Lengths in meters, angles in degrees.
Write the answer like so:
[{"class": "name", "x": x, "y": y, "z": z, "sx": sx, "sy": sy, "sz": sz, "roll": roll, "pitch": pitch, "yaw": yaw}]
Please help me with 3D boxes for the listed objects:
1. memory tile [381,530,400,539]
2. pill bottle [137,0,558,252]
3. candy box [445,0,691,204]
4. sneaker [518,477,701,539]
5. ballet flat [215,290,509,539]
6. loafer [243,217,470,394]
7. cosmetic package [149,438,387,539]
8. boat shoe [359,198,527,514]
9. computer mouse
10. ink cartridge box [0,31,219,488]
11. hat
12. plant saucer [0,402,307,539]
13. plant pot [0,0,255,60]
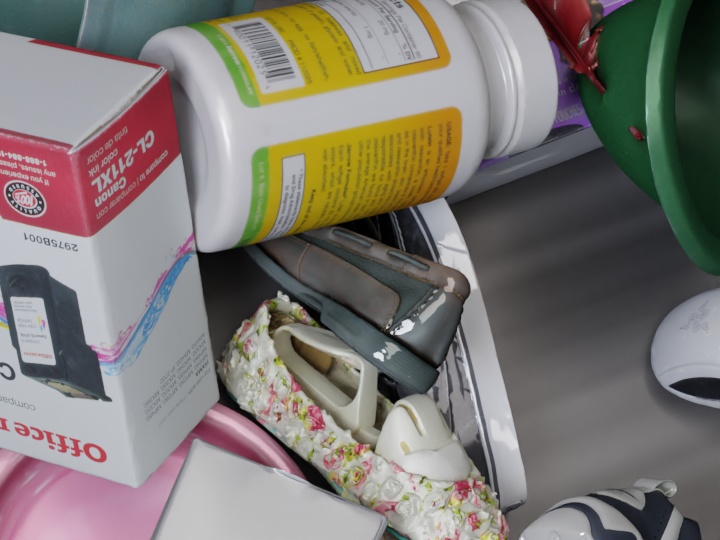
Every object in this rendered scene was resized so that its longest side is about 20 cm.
[{"class": "memory tile", "x": -0.024, "y": 0.210, "z": 1.165, "sx": 0.152, "sy": 0.017, "sz": 0.201, "roll": 20, "pitch": 73, "yaw": -4}, {"class": "pill bottle", "x": -0.004, "y": -0.082, "z": 1.167, "sx": 0.199, "sy": 0.111, "sz": 0.112, "roll": -14, "pitch": 77, "yaw": -27}, {"class": "candy box", "x": 0.082, "y": -0.160, "z": 1.305, "sx": 0.167, "sy": 0.072, "sz": 0.201, "roll": -21, "pitch": 80, "yaw": -14}, {"class": "sneaker", "x": 0.148, "y": 0.200, "z": 1.215, "sx": 0.129, "sy": 0.079, "sz": 0.201, "roll": -25, "pitch": 106, "yaw": -45}, {"class": "ballet flat", "x": 0.003, "y": 0.080, "z": 1.189, "sx": 0.200, "sy": 0.064, "sz": 0.075, "roll": 35, "pitch": 28, "yaw": 28}, {"class": "loafer", "x": 0.000, "y": 0.000, "z": 1.194, "sx": 0.072, "sy": 0.200, "sz": 0.063, "roll": 34, "pitch": 93, "yaw": -33}, {"class": "cosmetic package", "x": -0.073, "y": 0.194, "z": 1.110, "sx": 0.106, "sy": 0.090, "sz": 0.201, "roll": 24, "pitch": 70, "yaw": -2}, {"class": "boat shoe", "x": 0.030, "y": 0.039, "z": 1.248, "sx": 0.067, "sy": 0.072, "sz": 0.201, "roll": -14, "pitch": 85, "yaw": -14}, {"class": "computer mouse", "x": 0.249, "y": 0.043, "z": 1.245, "sx": 0.199, "sy": 0.044, "sz": 0.110, "roll": 4, "pitch": 61, "yaw": 23}, {"class": "ink cartridge box", "x": -0.159, "y": -0.007, "z": 1.127, "sx": 0.145, "sy": 0.201, "sz": 0.083, "roll": 13, "pitch": 39, "yaw": 26}, {"class": "hat", "x": 0.122, "y": -0.096, "z": 1.239, "sx": 0.175, "sy": 0.166, "sz": 0.201, "roll": 0, "pitch": 67, "yaw": 34}, {"class": "plant saucer", "x": -0.113, "y": 0.163, "z": 1.198, "sx": 0.199, "sy": 0.051, "sz": 0.202, "roll": 3, "pitch": 74, "yaw": -9}, {"class": "plant pot", "x": -0.138, "y": -0.165, "z": 1.223, "sx": 0.134, "sy": 0.200, "sz": 0.202, "roll": -3, "pitch": 74, "yaw": -37}]
